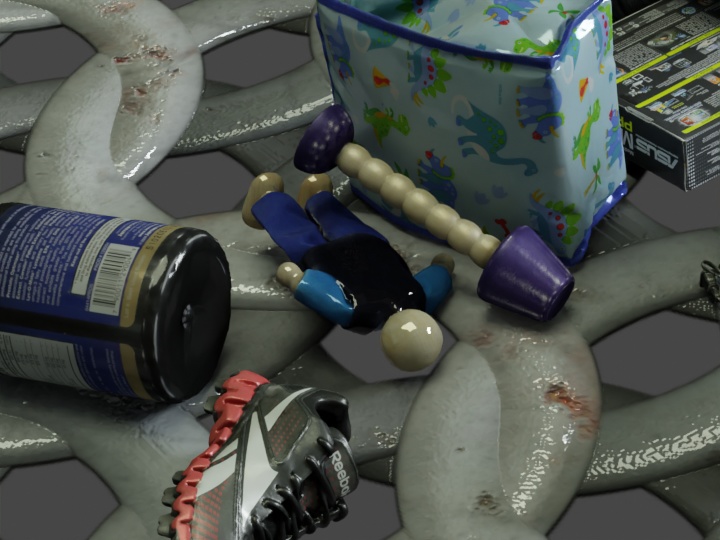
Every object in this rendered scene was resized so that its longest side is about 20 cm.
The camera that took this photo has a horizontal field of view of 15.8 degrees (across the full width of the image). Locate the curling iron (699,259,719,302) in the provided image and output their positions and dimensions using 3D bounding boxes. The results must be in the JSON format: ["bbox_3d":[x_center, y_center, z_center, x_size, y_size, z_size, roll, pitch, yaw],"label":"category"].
[{"bbox_3d":[0.265,-0.039,1.723,0.049,0.026,0.200,8,37,16],"label":"curling iron"}]

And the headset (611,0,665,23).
[{"bbox_3d":[0.176,-0.201,1.949,0.123,0.094,0.200,3,17,32],"label":"headset"}]

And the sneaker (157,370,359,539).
[{"bbox_3d":[-0.055,0.130,1.504,0.097,0.071,0.201,0,34,15],"label":"sneaker"}]

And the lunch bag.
[{"bbox_3d":[0.069,-0.112,1.741,0.199,0.171,0.128,9,38,26],"label":"lunch bag"}]

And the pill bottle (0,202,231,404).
[{"bbox_3d":[-0.192,0.016,1.659,0.199,0.112,0.112,9,38,22],"label":"pill bottle"}]

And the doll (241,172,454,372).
[{"bbox_3d":[0.000,0.000,1.698,0.136,0.049,0.200,0,30,-29],"label":"doll"}]

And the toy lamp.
[{"bbox_3d":[0.050,-0.036,1.690,0.200,0.058,0.058,36,49,15],"label":"toy lamp"}]

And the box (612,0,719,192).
[{"bbox_3d":[0.252,-0.142,1.860,0.200,0.044,0.160,-28,40,-26],"label":"box"}]
